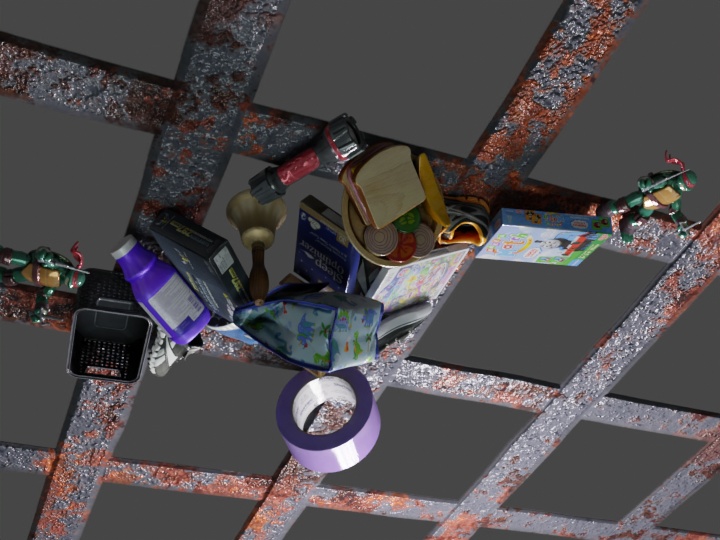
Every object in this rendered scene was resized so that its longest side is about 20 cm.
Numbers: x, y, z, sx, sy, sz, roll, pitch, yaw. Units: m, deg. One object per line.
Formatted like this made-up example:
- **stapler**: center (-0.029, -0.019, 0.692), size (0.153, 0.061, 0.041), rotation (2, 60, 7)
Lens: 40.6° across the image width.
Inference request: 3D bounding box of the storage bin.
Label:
- **storage bin**: center (-0.444, 0.101, 1.734), size (0.133, 0.095, 0.202), rotation (9, 136, -15)

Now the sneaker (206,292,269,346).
- **sneaker**: center (-0.184, 0.090, 1.771), size (0.196, 0.080, 0.089), rotation (3, 156, 24)

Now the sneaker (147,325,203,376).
- **sneaker**: center (-0.338, 0.138, 1.800), size (0.089, 0.067, 0.202), rotation (23, 132, 0)

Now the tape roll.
- **tape roll**: center (-0.063, 0.287, 1.920), size (0.196, 0.202, 0.086), rotation (-12, 138, 5)

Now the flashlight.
- **flashlight**: center (-0.087, -0.168, 1.520), size (0.198, 0.069, 0.068), rotation (-29, 135, 20)

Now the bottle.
- **bottle**: center (-0.341, 0.030, 1.646), size (0.201, 0.084, 0.065), rotation (52, 154, -22)

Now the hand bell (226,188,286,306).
- **hand bell**: center (-0.163, -0.025, 1.564), size (0.102, 0.202, 0.105), rotation (-5, 138, -4)

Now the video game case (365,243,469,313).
- **video game case**: center (0.091, 0.020, 1.720), size (0.198, 0.018, 0.144), rotation (-14, 148, -39)

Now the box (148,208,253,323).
- **box**: center (-0.252, 0.003, 1.625), size (0.051, 0.156, 0.202), rotation (-47, 142, -22)

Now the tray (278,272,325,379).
- **tray**: center (-0.101, 0.104, 1.798), size (0.098, 0.037, 0.202), rotation (31, 144, 23)

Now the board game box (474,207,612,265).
- **board game box**: center (0.313, -0.056, 1.688), size (0.196, 0.037, 0.152), rotation (5, 159, -10)

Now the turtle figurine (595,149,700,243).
- **turtle figurine**: center (0.503, -0.117, 1.645), size (0.149, 0.102, 0.199), rotation (39, 140, -18)

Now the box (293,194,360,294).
- **box**: center (-0.058, -0.019, 1.659), size (0.032, 0.120, 0.202), rotation (-40, 153, -35)

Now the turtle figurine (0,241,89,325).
- **turtle figurine**: center (-0.533, 0.010, 1.610), size (0.196, 0.101, 0.152), rotation (12, 120, 3)

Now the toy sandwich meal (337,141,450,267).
- **toy sandwich meal**: center (0.058, -0.105, 1.546), size (0.202, 0.209, 0.070), rotation (13, 178, -22)

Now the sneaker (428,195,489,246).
- **sneaker**: center (0.127, -0.083, 1.640), size (0.196, 0.078, 0.079), rotation (0, 139, -7)

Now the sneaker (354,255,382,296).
- **sneaker**: center (0.000, 0.000, 1.714), size (0.096, 0.072, 0.202), rotation (-3, 139, -9)

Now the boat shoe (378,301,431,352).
- **boat shoe**: center (0.055, 0.106, 1.765), size (0.198, 0.068, 0.058), rotation (-22, 113, -40)

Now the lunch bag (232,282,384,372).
- **lunch bag**: center (-0.084, 0.084, 1.588), size (0.197, 0.130, 0.169), rotation (8, -176, 29)
